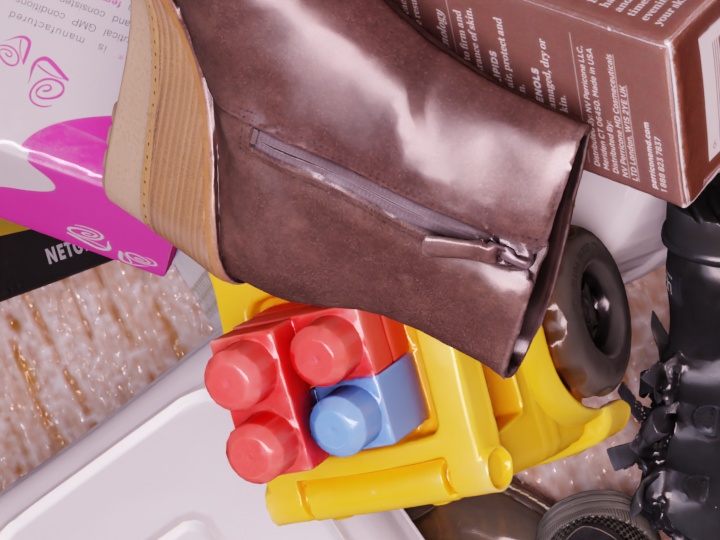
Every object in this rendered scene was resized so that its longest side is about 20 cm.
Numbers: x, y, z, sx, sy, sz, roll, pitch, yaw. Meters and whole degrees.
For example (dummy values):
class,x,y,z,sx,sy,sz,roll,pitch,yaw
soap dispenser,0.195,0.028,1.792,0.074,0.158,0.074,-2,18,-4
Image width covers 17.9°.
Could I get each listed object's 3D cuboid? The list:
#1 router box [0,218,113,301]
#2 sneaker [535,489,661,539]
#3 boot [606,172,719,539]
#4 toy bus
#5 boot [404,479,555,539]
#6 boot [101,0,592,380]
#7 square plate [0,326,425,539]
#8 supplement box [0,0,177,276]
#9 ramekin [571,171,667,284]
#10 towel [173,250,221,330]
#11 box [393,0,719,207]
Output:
class,x,y,z,sx,sy,sz,roll,pitch,yaw
router box,-0.203,-0.056,1.065,0.052,0.200,0.158,-17,95,28
sneaker,0.122,0.207,0.997,0.076,0.114,0.200,-12,112,11
boot,0.206,0.045,0.954,0.198,0.073,0.163,3,118,3
toy bus,0.000,0.000,0.872,0.135,0.192,0.201,-11,96,30
boot,0.014,0.134,1.048,0.199,0.097,0.075,15,115,15
boot,0.001,-0.076,0.741,0.166,0.072,0.201,21,120,19
square plate,-0.073,0.144,0.995,0.200,0.028,0.198,-36,69,4
supplement box,-0.090,-0.114,0.947,0.101,0.103,0.201,21,71,-3
ramekin,0.061,-0.077,0.988,0.200,0.098,0.201,6,104,25
towel,-0.069,-0.033,1.060,0.200,0.024,0.147,57,157,6
box,0.056,-0.103,0.787,0.200,0.100,0.075,26,144,35
